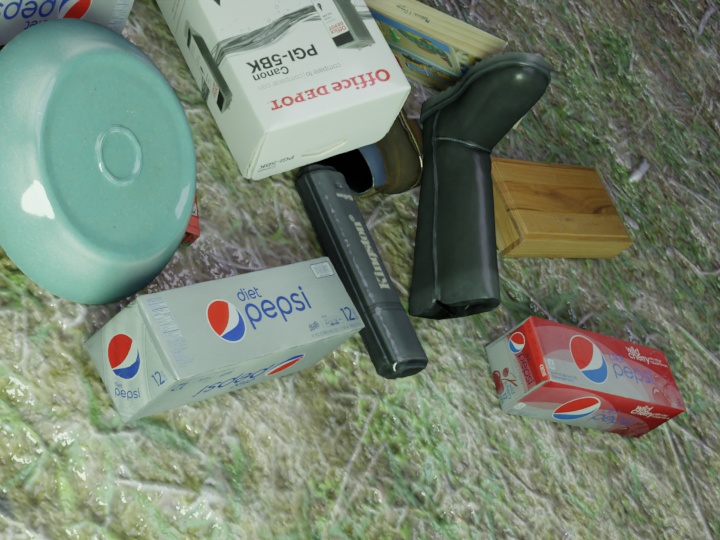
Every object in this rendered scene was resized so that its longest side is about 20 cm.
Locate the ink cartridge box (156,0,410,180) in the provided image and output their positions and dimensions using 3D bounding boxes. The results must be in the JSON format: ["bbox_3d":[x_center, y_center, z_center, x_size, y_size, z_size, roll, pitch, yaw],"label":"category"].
[{"bbox_3d":[-0.068,-0.196,1.151,0.146,0.083,0.201,-20,73,-25],"label":"ink cartridge box"}]

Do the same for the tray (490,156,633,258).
[{"bbox_3d":[0.199,-0.064,1.409,0.199,0.037,0.099,0,59,-48],"label":"tray"}]

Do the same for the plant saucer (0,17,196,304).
[{"bbox_3d":[-0.177,-0.078,0.941,0.200,0.036,0.201,8,80,-52],"label":"plant saucer"}]

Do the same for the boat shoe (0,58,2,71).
[{"bbox_3d":[-0.315,-0.109,0.853,0.200,0.066,0.072,-21,69,-47],"label":"boat shoe"}]

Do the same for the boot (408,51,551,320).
[{"bbox_3d":[0.102,-0.067,1.158,0.065,0.165,0.201,14,69,-23],"label":"boot"}]

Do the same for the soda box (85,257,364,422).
[{"bbox_3d":[-0.091,0.045,0.959,0.200,0.068,0.064,-13,71,-51],"label":"soda box"}]

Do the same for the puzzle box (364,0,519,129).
[{"bbox_3d":[0.056,-0.207,1.252,0.199,0.025,0.133,29,-9,23],"label":"puzzle box"}]

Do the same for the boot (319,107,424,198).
[{"bbox_3d":[-0.014,-0.154,1.224,0.200,0.075,0.097,55,33,2],"label":"boot"}]

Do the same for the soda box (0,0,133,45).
[{"bbox_3d":[-0.258,-0.211,1.004,0.068,0.064,0.200,39,31,21],"label":"soda box"}]

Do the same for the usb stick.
[{"bbox_3d":[0.000,0.000,1.141,0.055,0.033,0.201,-2,61,-47],"label":"usb stick"}]

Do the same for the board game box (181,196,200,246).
[{"bbox_3d":[-0.209,-0.092,1.006,0.199,0.019,0.103,20,45,-36],"label":"board game box"}]

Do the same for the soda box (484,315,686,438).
[{"bbox_3d":[0.210,0.101,1.255,0.199,0.063,0.070,14,50,-39],"label":"soda box"}]
